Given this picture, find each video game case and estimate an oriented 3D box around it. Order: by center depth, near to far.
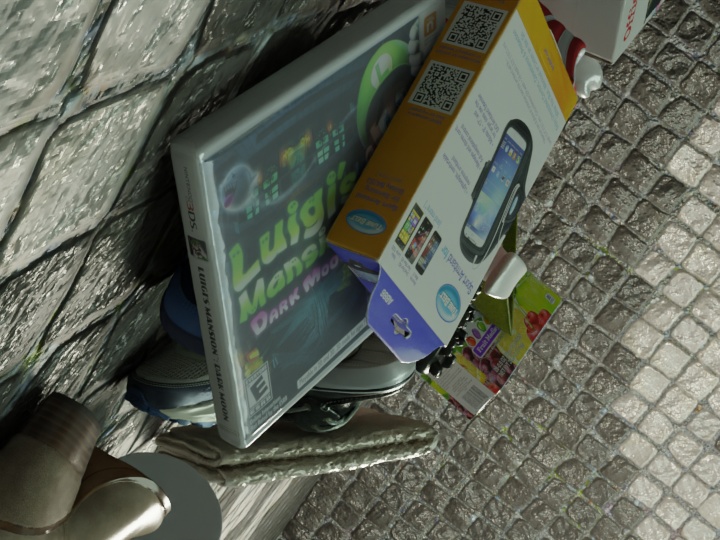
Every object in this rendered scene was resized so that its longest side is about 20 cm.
[{"bbox_3d":[-0.014,-0.031,0.664,0.200,0.023,0.183,-40,138,-39],"label":"video game case"}]

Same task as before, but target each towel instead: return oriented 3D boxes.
[{"bbox_3d":[-0.051,0.137,0.983,0.198,0.035,0.132,-4,-176,-30],"label":"towel"}]

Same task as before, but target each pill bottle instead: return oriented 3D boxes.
[{"bbox_3d":[-0.171,0.222,0.888,0.116,0.115,0.201,-46,169,-47],"label":"pill bottle"}]

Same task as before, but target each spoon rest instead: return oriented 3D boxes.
[{"bbox_3d":[0.077,-0.033,1.088,0.060,0.200,0.100,31,99,-43],"label":"spoon rest"}]

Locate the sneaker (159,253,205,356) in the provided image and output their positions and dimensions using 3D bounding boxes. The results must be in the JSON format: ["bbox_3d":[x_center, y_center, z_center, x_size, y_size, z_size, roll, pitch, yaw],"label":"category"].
[{"bbox_3d":[-0.044,-0.026,0.716,0.200,0.073,0.083,-47,162,-45],"label":"sneaker"}]

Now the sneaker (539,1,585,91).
[{"bbox_3d":[0.091,-0.123,0.953,0.201,0.112,0.071,-52,173,-8],"label":"sneaker"}]

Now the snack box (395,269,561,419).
[{"bbox_3d":[0.086,0.025,1.270,0.169,0.199,0.068,-47,175,-47],"label":"snack box"}]

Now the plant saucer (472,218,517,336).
[{"bbox_3d":[0.122,-0.074,1.223,0.201,0.047,0.201,-80,164,-44],"label":"plant saucer"}]

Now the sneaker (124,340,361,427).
[{"bbox_3d":[-0.076,0.032,0.812,0.199,0.076,0.086,-27,126,-47],"label":"sneaker"}]

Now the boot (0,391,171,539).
[{"bbox_3d":[-0.173,0.156,0.661,0.147,0.070,0.201,-63,160,-23],"label":"boot"}]

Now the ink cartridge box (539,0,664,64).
[{"bbox_3d":[0.224,-0.287,1.013,0.200,0.082,0.146,-50,156,-30],"label":"ink cartridge box"}]

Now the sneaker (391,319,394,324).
[{"bbox_3d":[0.000,0.000,0.964,0.201,0.069,0.091,74,35,-56],"label":"sneaker"}]

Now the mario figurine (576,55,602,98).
[{"bbox_3d":[0.133,-0.154,1.090,0.201,0.106,0.123,-56,-173,-18],"label":"mario figurine"}]

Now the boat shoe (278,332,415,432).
[{"bbox_3d":[-0.028,0.084,0.932,0.072,0.072,0.199,-28,-164,-38],"label":"boat shoe"}]

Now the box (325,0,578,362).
[{"bbox_3d":[0.051,-0.050,0.700,0.201,0.041,0.119,-59,148,-12],"label":"box"}]

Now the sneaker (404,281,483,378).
[{"bbox_3d":[0.054,-0.017,0.985,0.071,0.097,0.203,87,17,-71],"label":"sneaker"}]

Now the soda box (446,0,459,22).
[{"bbox_3d":[0.057,-0.093,0.852,0.063,0.069,0.201,-13,150,-13],"label":"soda box"}]
